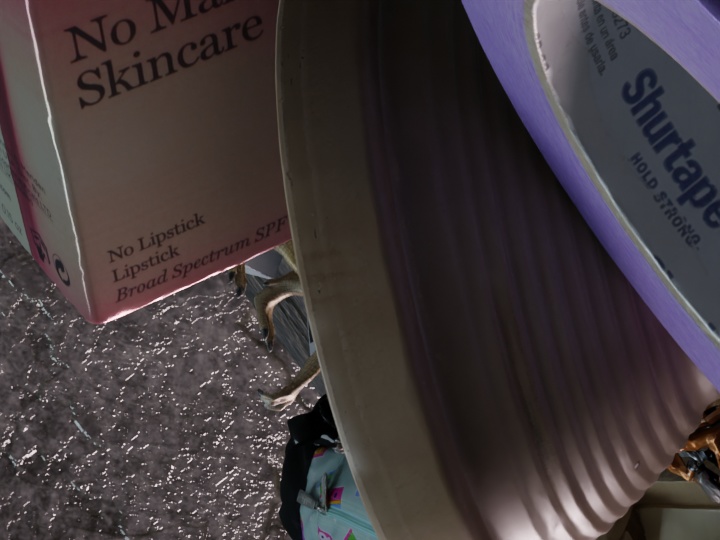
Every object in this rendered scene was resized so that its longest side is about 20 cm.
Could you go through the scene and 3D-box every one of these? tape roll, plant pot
[{"bbox_3d":[0.101,-0.023,0.475,0.201,0.065,0.200,52,174,7],"label":"tape roll"},{"bbox_3d":[0.051,-0.007,0.640,0.201,0.092,0.202,-13,-90,-77],"label":"plant pot"}]

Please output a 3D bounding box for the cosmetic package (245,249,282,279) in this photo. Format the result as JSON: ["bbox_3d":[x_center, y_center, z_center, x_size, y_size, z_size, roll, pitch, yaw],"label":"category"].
[{"bbox_3d":[-0.144,-0.060,1.046,0.150,0.052,0.200,17,173,38],"label":"cosmetic package"}]

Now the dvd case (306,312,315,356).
[{"bbox_3d":[-0.012,-0.037,1.056,0.200,0.025,0.152,148,117,-82],"label":"dvd case"}]

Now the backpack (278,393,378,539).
[{"bbox_3d":[0.064,0.138,1.138,0.200,0.166,0.128,23,111,59],"label":"backpack"}]

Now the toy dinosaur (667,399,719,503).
[{"bbox_3d":[0.082,0.006,0.782,0.136,0.101,0.201,118,134,-67],"label":"toy dinosaur"}]

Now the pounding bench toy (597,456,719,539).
[{"bbox_3d":[0.090,0.149,0.883,0.124,0.156,0.200,-3,133,37],"label":"pounding bench toy"}]

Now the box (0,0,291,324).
[{"bbox_3d":[-0.075,-0.105,0.770,0.109,0.127,0.201,46,153,42],"label":"box"}]

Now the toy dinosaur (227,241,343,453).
[{"bbox_3d":[0.000,0.000,0.932,0.058,0.100,0.201,50,-153,-74],"label":"toy dinosaur"}]
